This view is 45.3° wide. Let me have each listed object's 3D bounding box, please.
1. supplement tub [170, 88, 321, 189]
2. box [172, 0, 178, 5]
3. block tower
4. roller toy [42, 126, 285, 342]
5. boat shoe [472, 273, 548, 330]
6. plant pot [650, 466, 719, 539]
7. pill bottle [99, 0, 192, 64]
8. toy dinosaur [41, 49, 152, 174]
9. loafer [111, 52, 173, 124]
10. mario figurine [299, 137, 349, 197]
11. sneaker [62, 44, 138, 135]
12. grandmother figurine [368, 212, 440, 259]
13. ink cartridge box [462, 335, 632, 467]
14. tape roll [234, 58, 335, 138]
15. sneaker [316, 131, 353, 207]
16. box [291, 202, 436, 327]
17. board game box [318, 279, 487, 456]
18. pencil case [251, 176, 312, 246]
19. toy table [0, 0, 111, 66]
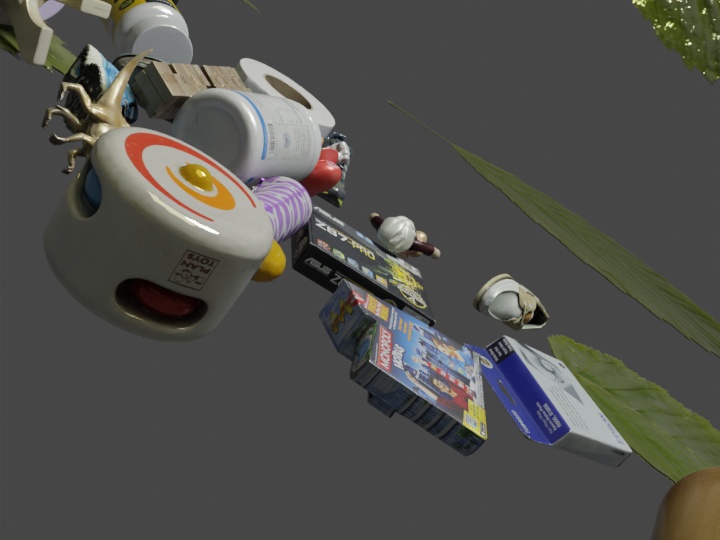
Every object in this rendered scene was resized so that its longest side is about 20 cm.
[{"bbox_3d":[-0.150,-0.174,1.166,0.132,0.132,0.200,41,19,12],"label":"supplement tub"},{"bbox_3d":[-0.463,-0.557,1.629,0.200,0.044,0.160,39,19,4],"label":"box"},{"bbox_3d":[-0.223,-0.240,1.160,0.058,0.054,0.200,60,25,5],"label":"block tower"},{"bbox_3d":[-0.178,-0.037,0.792,0.200,0.140,0.182,40,20,6],"label":"roller toy"},{"bbox_3d":[0.255,0.057,1.423,0.068,0.075,0.200,42,18,29],"label":"boat shoe"},{"bbox_3d":[0.372,0.329,0.892,0.186,0.186,0.200,44,33,18],"label":"plant pot"},{"bbox_3d":[-0.334,-0.378,1.340,0.114,0.114,0.200,19,26,-42],"label":"pill bottle"},{"bbox_3d":[-0.291,-0.164,0.953,0.101,0.058,0.200,18,64,-35],"label":"toy dinosaur"},{"bbox_3d":[-0.259,-0.239,1.226,0.200,0.072,0.063,26,28,-33],"label":"loafer"},{"bbox_3d":[-0.096,-0.195,1.314,0.200,0.123,0.106,40,-20,37],"label":"mario figurine"},{"bbox_3d":[-0.308,-0.210,1.063,0.090,0.078,0.200,30,21,-34],"label":"sneaker"},{"bbox_3d":[0.063,-0.048,1.293,0.121,0.061,0.200,19,3,10],"label":"grandmother figurine"},{"bbox_3d":[0.262,0.176,1.213,0.200,0.041,0.200,22,24,-36],"label":"ink cartridge box"},{"bbox_3d":[-0.146,-0.289,1.526,0.202,0.071,0.202,33,20,-14],"label":"tape roll"},{"bbox_3d":[-0.051,-0.170,1.402,0.074,0.081,0.200,28,22,-23],"label":"sneaker"},{"bbox_3d":[0.000,0.000,1.152,0.200,0.049,0.161,32,16,-17],"label":"box"},{"bbox_3d":[0.042,0.104,0.969,0.200,0.062,0.200,34,20,-6],"label":"board game box"},{"bbox_3d":[-0.123,-0.063,1.027,0.086,0.084,0.200,46,20,-1],"label":"pencil case"},{"bbox_3d":[-0.420,-0.366,1.097,0.117,0.184,0.200,28,27,24],"label":"toy table"}]
